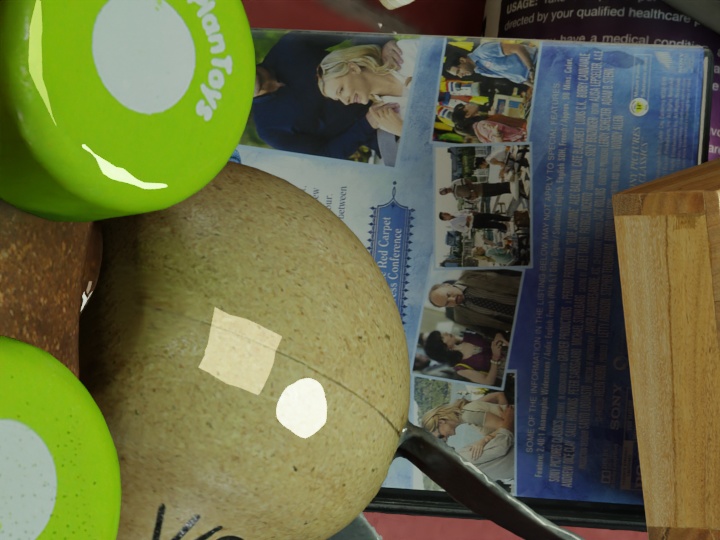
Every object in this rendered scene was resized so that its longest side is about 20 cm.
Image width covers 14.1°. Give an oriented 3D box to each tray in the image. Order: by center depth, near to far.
[{"bbox_3d":[0.140,0.010,0.861,0.200,0.037,0.099,-19,105,-57],"label":"tray"}]

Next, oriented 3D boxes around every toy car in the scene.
[{"bbox_3d":[-0.048,0.034,0.590,0.200,0.164,0.158,29,68,-34],"label":"toy car"}]

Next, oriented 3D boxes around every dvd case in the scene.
[{"bbox_3d":[0.000,0.000,0.855,0.200,0.018,0.143,3,80,9],"label":"dvd case"}]

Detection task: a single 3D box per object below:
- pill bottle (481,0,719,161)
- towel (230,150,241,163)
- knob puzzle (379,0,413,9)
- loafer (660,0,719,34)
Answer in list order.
[{"bbox_3d":[0.089,-0.030,0.920,0.112,0.112,0.200,15,75,-25],"label":"pill bottle"},{"bbox_3d":[-0.115,-0.054,0.737,0.200,0.112,0.049,31,102,9],"label":"towel"},{"bbox_3d":[0.005,-0.201,0.776,0.220,0.030,0.220,14,70,-43],"label":"knob puzzle"},{"bbox_3d":[0.149,-0.088,0.837,0.200,0.071,0.073,28,49,8],"label":"loafer"}]
